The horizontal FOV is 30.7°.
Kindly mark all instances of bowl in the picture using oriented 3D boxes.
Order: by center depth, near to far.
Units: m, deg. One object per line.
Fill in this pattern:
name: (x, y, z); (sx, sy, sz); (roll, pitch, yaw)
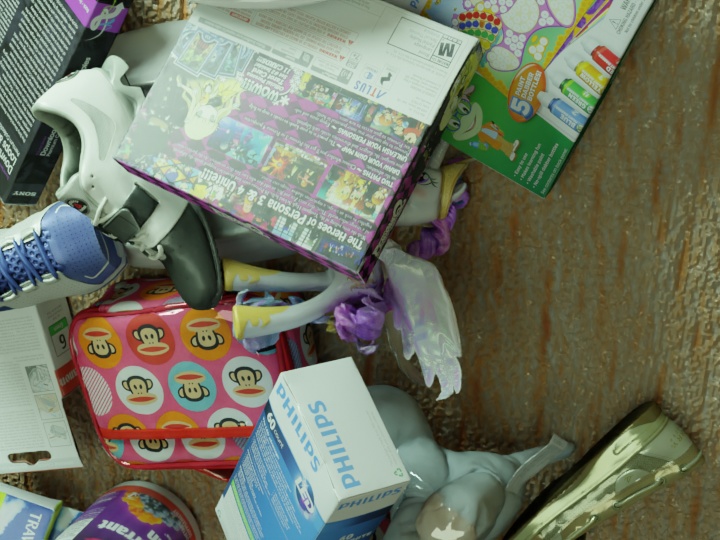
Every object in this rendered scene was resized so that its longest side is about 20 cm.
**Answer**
bowl: (-0.135, -0.093, 1.035); (0.199, 0.075, 0.201); (-5, 105, 20)

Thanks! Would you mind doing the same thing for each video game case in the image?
video game case: (-0.043, -0.112, 0.901); (0.199, 0.036, 0.182); (24, 81, 17)

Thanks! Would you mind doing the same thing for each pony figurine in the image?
pony figurine: (0.000, 0.000, 0.969); (0.199, 0.167, 0.194); (-6, 91, -13)

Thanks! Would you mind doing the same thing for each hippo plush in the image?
hippo plush: (0.033, 0.157, 0.998); (0.161, 0.159, 0.200); (39, 91, 18)

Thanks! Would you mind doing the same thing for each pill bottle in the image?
pill bottle: (-0.224, 0.271, 1.118); (0.111, 0.200, 0.112); (6, 110, 17)

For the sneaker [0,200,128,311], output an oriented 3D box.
sneaker: (-0.288, 0.006, 1.035); (0.199, 0.115, 0.081); (-14, 102, 29)

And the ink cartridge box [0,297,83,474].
ink cartridge box: (-0.305, 0.078, 1.164); (0.109, 0.050, 0.201); (-7, 106, 21)

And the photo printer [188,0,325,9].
photo printer: (-0.071, -0.274, 0.900); (0.166, 0.069, 0.201); (8, 74, 15)

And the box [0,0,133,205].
box: (-0.259, -0.172, 1.035); (0.143, 0.036, 0.200); (52, 120, 33)

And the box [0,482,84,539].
box: (-0.361, 0.242, 1.173); (0.199, 0.048, 0.122); (20, 87, -2)

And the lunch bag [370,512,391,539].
lunch bag: (-0.010, 0.300, 1.120); (0.176, 0.082, 0.200); (33, 115, 5)

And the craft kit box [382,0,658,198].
craft kit box: (0.088, -0.176, 0.912); (0.197, 0.049, 0.200); (32, 135, 10)

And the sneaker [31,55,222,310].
sneaker: (-0.175, -0.050, 0.964); (0.200, 0.088, 0.074); (62, 149, -2)

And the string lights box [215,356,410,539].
string lights box: (-0.041, 0.162, 0.942); (0.103, 0.059, 0.200); (63, 147, 28)

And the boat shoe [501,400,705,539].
boat shoe: (0.177, 0.188, 1.025); (0.063, 0.073, 0.201); (44, 109, 5)

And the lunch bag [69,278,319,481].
lunch bag: (-0.131, 0.095, 1.089); (0.199, 0.082, 0.177); (-5, 110, 22)
